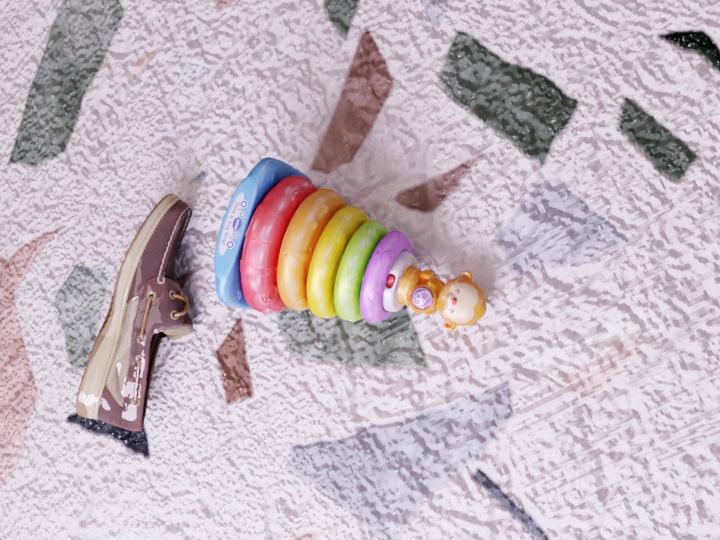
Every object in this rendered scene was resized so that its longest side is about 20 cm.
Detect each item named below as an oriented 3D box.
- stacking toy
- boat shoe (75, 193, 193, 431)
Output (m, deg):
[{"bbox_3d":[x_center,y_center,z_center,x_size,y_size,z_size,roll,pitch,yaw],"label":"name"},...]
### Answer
[{"bbox_3d":[0.000,0.000,0.850,0.199,0.110,0.117,19,90,20],"label":"stacking toy"},{"bbox_3d":[-0.173,0.037,0.965,0.071,0.072,0.202,20,82,1],"label":"boat shoe"}]
